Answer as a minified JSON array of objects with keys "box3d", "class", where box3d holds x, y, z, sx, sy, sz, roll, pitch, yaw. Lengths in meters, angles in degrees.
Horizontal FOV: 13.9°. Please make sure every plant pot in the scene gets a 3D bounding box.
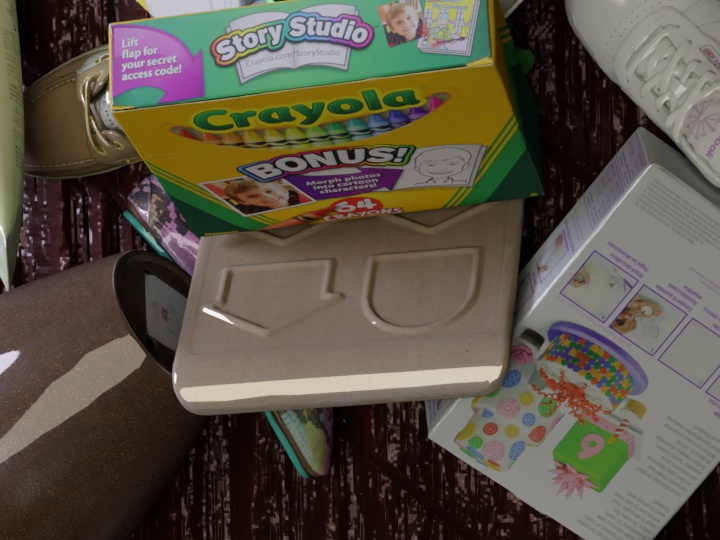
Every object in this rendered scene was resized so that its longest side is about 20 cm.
[{"box3d":[-0.170,0.081,1.668,0.200,0.187,0.187,-37,86,26],"class":"plant pot"}]

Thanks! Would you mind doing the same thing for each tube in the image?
[{"box3d":[-0.215,-0.090,1.700,0.052,0.058,0.201,-23,66,31],"class":"tube"}]

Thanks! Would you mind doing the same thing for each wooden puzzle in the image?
[{"box3d":[0.000,0.000,1.629,0.184,0.201,0.046,-5,137,13],"class":"wooden puzzle"}]

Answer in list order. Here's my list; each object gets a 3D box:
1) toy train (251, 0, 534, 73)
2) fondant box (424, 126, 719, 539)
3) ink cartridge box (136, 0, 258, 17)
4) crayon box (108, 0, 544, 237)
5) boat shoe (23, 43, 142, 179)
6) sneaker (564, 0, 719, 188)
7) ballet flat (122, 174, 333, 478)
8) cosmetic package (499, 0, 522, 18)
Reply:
[{"box3d":[0.015,-0.126,1.594,0.056,0.199,0.042,-49,51,26],"class":"toy train"},{"box3d":[0.149,0.043,1.609,0.144,0.058,0.200,33,107,-17],"class":"fondant box"},{"box3d":[-0.106,-0.199,1.629,0.067,0.117,0.200,-37,63,-20],"class":"ink cartridge box"},{"box3d":[-0.014,-0.083,1.553,0.199,0.173,0.059,-7,69,10],"class":"crayon box"},{"box3d":[-0.128,-0.100,1.703,0.199,0.066,0.074,-19,92,20],"class":"boat shoe"},{"box3d":[0.188,-0.099,1.583,0.200,0.100,0.075,41,108,10],"class":"sneaker"},{"box3d":[-0.058,0.022,1.705,0.071,0.069,0.201,-34,86,0],"class":"ballet flat"},{"box3d":[0.025,-0.226,1.576,0.103,0.087,0.200,-45,51,18],"class":"cosmetic package"}]
